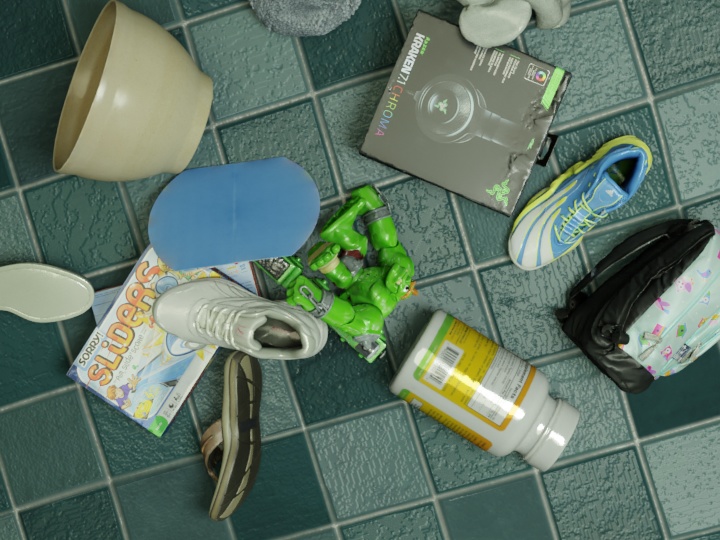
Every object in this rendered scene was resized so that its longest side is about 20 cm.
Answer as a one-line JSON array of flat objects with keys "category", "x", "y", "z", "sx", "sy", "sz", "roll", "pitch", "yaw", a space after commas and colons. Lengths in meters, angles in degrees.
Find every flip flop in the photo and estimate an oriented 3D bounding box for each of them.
[{"category": "flip flop", "x": -0.157, "y": 0.192, "z": 1.397, "sx": 0.057, "sy": 0.081, "sz": 0.201, "roll": 4, "pitch": 92, "yaw": 21}]

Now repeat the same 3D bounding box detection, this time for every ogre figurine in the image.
[{"category": "ogre figurine", "x": 0.000, "y": 0.000, "z": 1.338, "sx": 0.098, "sy": 0.200, "sz": 0.120, "roll": -34, "pitch": 110, "yaw": 24}]

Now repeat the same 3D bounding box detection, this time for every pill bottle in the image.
[{"category": "pill bottle", "x": 0.143, "y": 0.140, "z": 1.348, "sx": 0.200, "sy": 0.111, "sz": 0.111, "roll": 32, "pitch": 95, "yaw": 2}]

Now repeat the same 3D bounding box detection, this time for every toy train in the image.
[{"category": "toy train", "x": -0.048, "y": 0.034, "z": 1.385, "sx": 0.200, "sy": 0.056, "sz": 0.042, "roll": 41, "pitch": 95, "yaw": 2}]

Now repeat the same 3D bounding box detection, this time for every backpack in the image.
[{"category": "backpack", "x": 0.334, "y": 0.037, "z": 1.317, "sx": 0.200, "sy": 0.167, "sz": 0.127, "roll": -43, "pitch": 109, "yaw": 2}]

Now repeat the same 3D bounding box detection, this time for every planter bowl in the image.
[{"category": "planter bowl", "x": -0.248, "y": -0.184, "z": 1.335, "sx": 0.134, "sy": 0.200, "sz": 0.201, "roll": 19, "pitch": 95, "yaw": -24}]

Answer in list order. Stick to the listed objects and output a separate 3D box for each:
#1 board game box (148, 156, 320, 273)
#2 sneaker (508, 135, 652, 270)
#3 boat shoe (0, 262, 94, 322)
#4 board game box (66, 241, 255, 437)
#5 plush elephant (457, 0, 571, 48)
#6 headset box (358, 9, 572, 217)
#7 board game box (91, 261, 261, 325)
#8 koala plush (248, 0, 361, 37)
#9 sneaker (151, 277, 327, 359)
[{"category": "board game box", "x": -0.143, "y": -0.056, "z": 1.372, "sx": 0.199, "sy": 0.039, "sz": 0.158, "roll": -8, "pitch": 49, "yaw": 3}, {"category": "sneaker", "x": 0.244, "y": -0.078, "z": 1.331, "sx": 0.076, "sy": 0.105, "sz": 0.200, "roll": 44, "pitch": 95, "yaw": 1}, {"category": "boat shoe", "x": -0.407, "y": 0.018, "z": 1.407, "sx": 0.199, "sy": 0.062, "sz": 0.073, "roll": -1, "pitch": 108, "yaw": 6}, {"category": "board game box", "x": -0.234, "y": 0.074, "z": 1.393, "sx": 0.135, "sy": 0.034, "sz": 0.200, "roll": 33, "pitch": 94, "yaw": 2}, {"category": "plush elephant", "x": 0.149, "y": -0.329, "z": 1.280, "sx": 0.154, "sy": 0.200, "sz": 0.165, "roll": -15, "pitch": 99, "yaw": 1}, {"category": "headset box", "x": 0.124, "y": -0.171, "z": 1.342, "sx": 0.200, "sy": 0.093, "sz": 0.175, "roll": 24, "pitch": 95, "yaw": 2}, {"category": "board game box", "x": -0.216, "y": 0.050, "z": 1.418, "sx": 0.199, "sy": 0.019, "sz": 0.103, "roll": -15, "pitch": 91, "yaw": 5}, {"category": "koala plush", "x": -0.063, "y": -0.351, "z": 1.292, "sx": 0.177, "sy": 0.200, "sz": 0.184, "roll": 30, "pitch": 95, "yaw": 2}, {"category": "sneaker", "x": -0.136, "y": 0.056, "z": 1.316, "sx": 0.199, "sy": 0.099, "sz": 0.078, "roll": 8, "pitch": 96, "yaw": 0}]
